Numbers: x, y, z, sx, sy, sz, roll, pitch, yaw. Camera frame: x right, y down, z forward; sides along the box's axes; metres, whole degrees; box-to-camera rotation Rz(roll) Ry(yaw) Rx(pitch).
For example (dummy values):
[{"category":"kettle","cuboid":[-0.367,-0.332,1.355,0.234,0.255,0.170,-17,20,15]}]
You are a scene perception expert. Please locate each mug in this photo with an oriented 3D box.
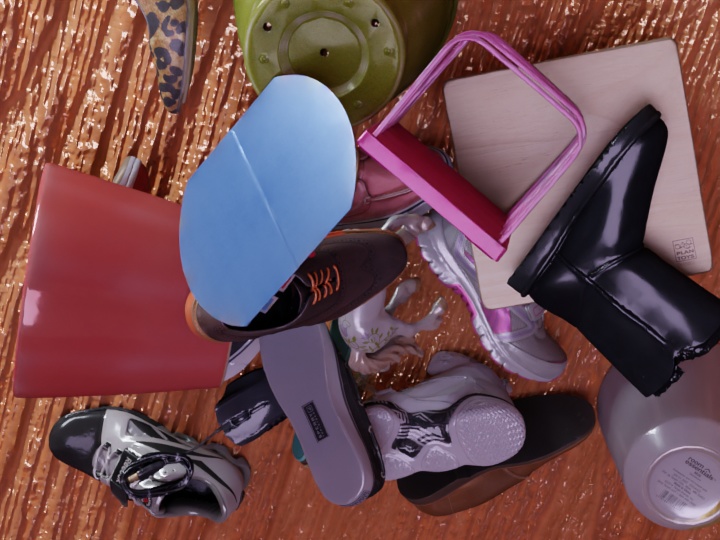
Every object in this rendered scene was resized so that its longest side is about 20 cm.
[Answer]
[{"category":"mug","cuboid":[0.311,0.156,1.749,0.186,0.153,0.150,-7,113,8]}]

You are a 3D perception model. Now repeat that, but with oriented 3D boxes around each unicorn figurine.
[{"category":"unicorn figurine","cuboid":[0.000,0.000,1.666,0.137,0.074,0.201,-23,101,-27]}]

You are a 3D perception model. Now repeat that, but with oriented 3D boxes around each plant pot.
[{"category":"plant pot","cuboid":[-0.020,-0.206,1.594,0.199,0.193,0.201,2,115,4]},{"category":"plant pot","cuboid":[-0.197,0.019,1.644,0.177,0.201,0.201,8,115,-7]}]

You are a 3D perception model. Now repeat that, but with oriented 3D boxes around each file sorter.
[{"category":"file sorter","cuboid":[0.098,-0.110,1.521,0.139,0.200,0.126,40,100,0]}]

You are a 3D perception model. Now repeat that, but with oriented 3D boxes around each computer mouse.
[{"category":"computer mouse","cuboid":[-0.137,0.152,1.807,0.200,0.034,0.059,-35,95,-11]}]

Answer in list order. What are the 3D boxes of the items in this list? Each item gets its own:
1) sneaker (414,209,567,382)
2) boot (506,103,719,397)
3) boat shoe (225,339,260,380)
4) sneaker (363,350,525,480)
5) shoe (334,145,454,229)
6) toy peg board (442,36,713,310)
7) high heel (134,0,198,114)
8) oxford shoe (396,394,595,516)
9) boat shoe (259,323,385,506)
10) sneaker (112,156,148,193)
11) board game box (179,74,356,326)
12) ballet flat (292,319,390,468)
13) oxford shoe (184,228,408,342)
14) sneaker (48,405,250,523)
[{"category":"sneaker","cuboid":[0.135,0.014,1.741,0.088,0.081,0.200,-31,109,19]},{"category":"boot","cuboid":[0.239,-0.013,1.578,0.168,0.076,0.200,36,109,4]},{"category":"boat shoe","cuboid":[-0.107,0.031,1.756,0.068,0.072,0.200,29,127,-34]},{"category":"sneaker","cuboid":[0.051,0.134,1.781,0.199,0.115,0.075,-4,114,4]},{"category":"shoe","cuboid":[-0.021,-0.081,1.697,0.199,0.072,0.091,-11,156,13]},{"category":"toy peg board","cuboid":[0.189,-0.087,1.662,0.199,0.098,0.200,-10,98,10]},{"category":"high heel","cuboid":[-0.212,-0.235,1.660,0.142,0.071,0.201,-1,98,-2]},{"category":"oxford shoe","cuboid":[0.137,0.177,1.833,0.199,0.072,0.071,-24,138,15]},{"category":"boat shoe","cuboid":[-0.033,0.111,1.701,0.068,0.057,0.201,-24,79,27]},{"category":"sneaker","cuboid":[-0.194,-0.005,1.766,0.112,0.071,0.201,20,122,0]},{"category":"board game box","cuboid":[-0.063,-0.053,1.503,0.039,0.158,0.200,19,123,-43]},{"category":"ballet flat","cuboid":[-0.008,0.099,1.807,0.070,0.071,0.201,17,114,-3]},{"category":"oxford shoe","cuboid":[-0.040,0.017,1.575,0.199,0.072,0.071,-22,102,-22]},{"category":"sneaker","cuboid":[-0.208,0.191,1.848,0.199,0.089,0.074,14,116,0]}]
